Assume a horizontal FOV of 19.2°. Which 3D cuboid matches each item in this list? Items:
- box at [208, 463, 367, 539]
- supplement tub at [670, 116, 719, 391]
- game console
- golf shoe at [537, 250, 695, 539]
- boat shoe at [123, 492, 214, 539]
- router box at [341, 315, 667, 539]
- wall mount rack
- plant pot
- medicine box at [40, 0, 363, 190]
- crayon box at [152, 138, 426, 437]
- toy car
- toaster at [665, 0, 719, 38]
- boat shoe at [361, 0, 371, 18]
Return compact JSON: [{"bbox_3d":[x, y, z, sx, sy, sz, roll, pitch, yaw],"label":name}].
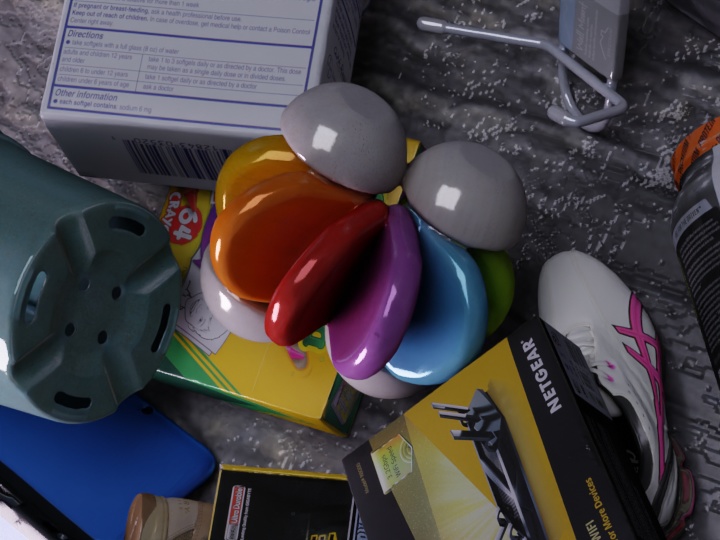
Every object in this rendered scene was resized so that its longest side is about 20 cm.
[{"bbox_3d":[-0.021,0.213,1.292,0.159,0.050,0.201,6,44,1],"label":"box"},{"bbox_3d":[0.259,0.008,1.277,0.122,0.123,0.201,-21,65,15],"label":"supplement tub"},{"bbox_3d":[-0.223,0.164,1.490,0.200,0.118,0.172,34,118,30],"label":"game console"},{"bbox_3d":[0.153,0.069,1.320,0.072,0.092,0.201,-24,62,14],"label":"golf shoe"},{"bbox_3d":[-0.130,0.248,1.385,0.064,0.071,0.201,9,95,-17],"label":"boat shoe"},{"bbox_3d":[0.086,0.150,1.227,0.157,0.052,0.201,-38,46,18],"label":"router box"},{"bbox_3d":[0.112,-0.186,1.382,0.074,0.201,0.174,-16,37,-26],"label":"wall mount rack"},{"bbox_3d":[-0.236,0.005,1.413,0.195,0.200,0.201,18,79,40],"label":"plant pot"},{"bbox_3d":[-0.098,-0.164,1.423,0.181,0.103,0.201,6,70,10],"label":"medicine box"},{"bbox_3d":[-0.058,-0.006,1.457,0.172,0.058,0.201,14,78,27],"label":"crayon box"},{"bbox_3d":[0.000,0.000,1.292,0.176,0.199,0.150,-60,11,28],"label":"toy car"},{"bbox_3d":[0.284,-0.230,1.356,0.200,0.119,0.181,41,89,30],"label":"toaster"},{"bbox_3d":[-0.087,-0.171,1.520,0.199,0.072,0.073,-13,67,4],"label":"boat shoe"}]
